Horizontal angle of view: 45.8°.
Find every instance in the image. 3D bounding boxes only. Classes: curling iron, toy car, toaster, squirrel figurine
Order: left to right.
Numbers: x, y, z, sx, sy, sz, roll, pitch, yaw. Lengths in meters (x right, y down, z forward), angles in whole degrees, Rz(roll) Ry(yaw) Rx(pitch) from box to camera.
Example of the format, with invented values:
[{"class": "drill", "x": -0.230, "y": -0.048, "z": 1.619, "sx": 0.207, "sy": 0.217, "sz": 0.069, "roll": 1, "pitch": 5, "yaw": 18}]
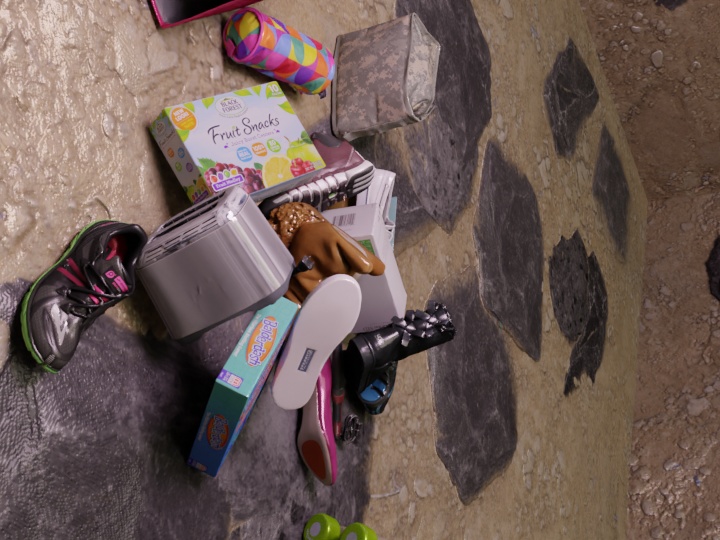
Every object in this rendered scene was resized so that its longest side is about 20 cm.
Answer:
[{"class": "toaster", "x": -0.170, "y": -0.011, "z": 1.010, "sx": 0.130, "sy": 0.199, "sz": 0.114, "roll": 59, "pitch": 19, "yaw": -20}, {"class": "squirrel figurine", "x": -0.092, "y": 0.013, "z": 1.204, "sx": 0.200, "sy": 0.187, "sz": 0.142, "roll": 39, "pitch": 6, "yaw": 1}, {"class": "curling iron", "x": -0.030, "y": 0.187, "z": 1.340, "sx": 0.049, "sy": 0.025, "sz": 0.201, "roll": -26, "pitch": 122, "yaw": -34}, {"class": "toy car", "x": -0.014, "y": 0.486, "z": 1.250, "sx": 0.164, "sy": 0.157, "sz": 0.201, "roll": 38, "pitch": 64, "yaw": -36}]

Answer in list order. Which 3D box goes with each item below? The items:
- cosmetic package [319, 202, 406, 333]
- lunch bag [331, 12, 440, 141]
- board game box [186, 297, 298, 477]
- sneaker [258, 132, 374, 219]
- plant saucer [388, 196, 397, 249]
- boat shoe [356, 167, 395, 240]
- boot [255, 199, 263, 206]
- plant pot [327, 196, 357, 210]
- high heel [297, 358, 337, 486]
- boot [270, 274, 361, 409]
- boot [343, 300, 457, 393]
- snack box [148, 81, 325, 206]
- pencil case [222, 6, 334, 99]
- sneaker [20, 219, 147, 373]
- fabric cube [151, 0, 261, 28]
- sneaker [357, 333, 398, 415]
[{"class": "cosmetic package", "x": 0.000, "y": 0.000, "z": 1.352, "sx": 0.085, "sy": 0.107, "sz": 0.201, "roll": -80, "pitch": 156, "yaw": -49}, {"class": "lunch bag", "x": 0.040, "y": -0.318, "z": 1.469, "sx": 0.117, "sy": 0.163, "sz": 0.201, "roll": 37, "pitch": 54, "yaw": -49}, {"class": "board game box", "x": -0.147, "y": 0.143, "z": 1.053, "sx": 0.152, "sy": 0.045, "sz": 0.200, "roll": -63, "pitch": 179, "yaw": -43}, {"class": "sneaker", "x": -0.086, "y": -0.146, "z": 1.304, "sx": 0.199, "sy": 0.076, "sz": 0.116, "roll": -24, "pitch": 63, "yaw": -25}, {"class": "plant saucer", "x": 0.033, "y": -0.031, "z": 1.503, "sx": 0.019, "sy": 0.070, "sz": 0.201, "roll": 14, "pitch": 69, "yaw": -28}, {"class": "boat shoe", "x": 0.026, "y": -0.072, "z": 1.444, "sx": 0.074, "sy": 0.065, "sz": 0.201, "roll": -55, "pitch": 151, "yaw": -64}, {"class": "boot", "x": -0.169, "y": -0.138, "z": 1.196, "sx": 0.097, "sy": 0.075, "sz": 0.200, "roll": 45, "pitch": 51, "yaw": -13}, {"class": "plant pot", "x": -0.052, "y": -0.124, "z": 1.408, "sx": 0.200, "sy": 0.027, "sz": 0.201, "roll": 19, "pitch": 67, "yaw": -56}, {"class": "high heel", "x": -0.052, "y": 0.219, "z": 1.292, "sx": 0.096, "sy": 0.067, "sz": 0.201, "roll": -19, "pitch": 98, "yaw": -48}, {"class": "boot", "x": -0.063, "y": 0.076, "z": 1.096, "sx": 0.072, "sy": 0.201, "sz": 0.090, "roll": 25, "pitch": 21, "yaw": -16}, {"class": "boot", "x": 0.056, "y": 0.120, "z": 1.342, "sx": 0.074, "sy": 0.162, "sz": 0.198, "roll": 64, "pitch": -18, "yaw": 17}, {"class": "snack box", "x": -0.158, "y": -0.162, "z": 1.125, "sx": 0.200, "sy": 0.053, "sz": 0.143, "roll": -28, "pitch": 84, "yaw": -45}, {"class": "pencil case", "x": -0.119, "y": -0.322, "z": 1.279, "sx": 0.200, "sy": 0.088, "sz": 0.089, "roll": 14, "pitch": 72, "yaw": -57}, {"class": "sneaker", "x": -0.292, "y": 0.017, "z": 0.911, "sx": 0.077, "sy": 0.083, "sz": 0.201, "roll": 54, "pitch": 41, "yaw": -39}, {"class": "fabric cube", "x": -0.163, "y": -0.450, "z": 1.111, "sx": 0.199, "sy": 0.199, "sz": 0.197, "roll": -40, "pitch": 117, "yaw": -56}, {"class": "sneaker", "x": 0.032, "y": 0.152, "z": 1.474, "sx": 0.082, "sy": 0.073, "sz": 0.201, "roll": 78, "pitch": 24, "yaw": -55}]
